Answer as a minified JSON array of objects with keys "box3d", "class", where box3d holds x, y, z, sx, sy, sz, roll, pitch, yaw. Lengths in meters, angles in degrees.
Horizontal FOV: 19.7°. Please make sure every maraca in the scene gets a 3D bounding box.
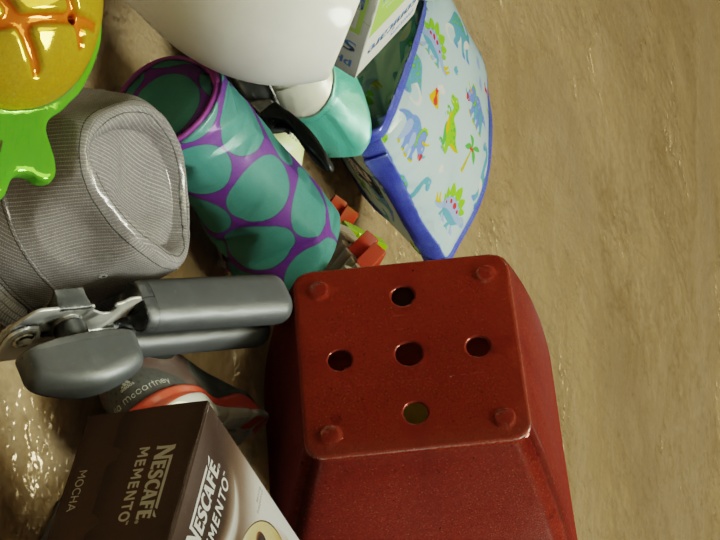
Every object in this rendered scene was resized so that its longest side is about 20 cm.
[{"box3d":[-0.202,-0.132,1.119,0.137,0.107,0.201,23,57,-29],"class":"maraca"}]

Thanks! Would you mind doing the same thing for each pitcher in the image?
[{"box3d":[-0.095,-0.206,1.316,0.172,0.199,0.122,-74,-173,-60],"class":"pitcher"}]

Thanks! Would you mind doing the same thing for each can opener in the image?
[{"box3d":[-0.119,0.043,1.198,0.199,0.053,0.067,-3,58,-43],"class":"can opener"}]

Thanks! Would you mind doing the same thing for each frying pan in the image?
[{"box3d":[-0.065,-0.114,1.445,0.191,0.031,0.115,60,-4,24],"class":"frying pan"}]

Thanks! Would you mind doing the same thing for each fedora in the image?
[{"box3d":[-0.161,-0.048,1.213,0.200,0.090,0.178,40,46,-58],"class":"fedora"}]

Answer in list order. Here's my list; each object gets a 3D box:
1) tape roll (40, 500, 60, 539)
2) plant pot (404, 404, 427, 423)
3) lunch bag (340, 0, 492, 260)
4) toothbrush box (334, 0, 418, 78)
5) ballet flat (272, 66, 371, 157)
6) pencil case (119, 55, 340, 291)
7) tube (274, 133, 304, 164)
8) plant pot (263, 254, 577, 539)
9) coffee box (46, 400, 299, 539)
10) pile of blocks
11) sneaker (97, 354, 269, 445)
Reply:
[{"box3d":[-0.122,0.222,1.246,0.200,0.066,0.202,-9,90,-67],"class":"tape roll"},{"box3d":[0.028,0.136,1.516,0.200,0.199,0.143,-56,160,-58],"class":"plant pot"},{"box3d":[0.032,-0.126,1.656,0.170,0.127,0.201,56,24,-46],"class":"lunch bag"},{"box3d":[-0.022,-0.250,1.371,0.086,0.145,0.200,-50,169,-34],"class":"toothbrush box"},{"box3d":[-0.059,-0.168,1.495,0.201,0.067,0.070,64,18,5],"class":"ballet flat"},{"box3d":[-0.089,-0.059,1.392,0.200,0.092,0.085,51,14,-50],"class":"pencil case"},{"box3d":[-0.055,-0.179,1.571,0.052,0.058,0.201,132,-33,-66],"class":"tube"},{"box3d":[0.034,0.100,1.301,0.177,0.199,0.201,84,1,-55],"class":"plant pot"},{"box3d":[-0.089,0.180,1.152,0.113,0.079,0.200,-76,149,-41],"class":"coffee box"},{"box3d":[0.000,0.000,1.499,0.082,0.062,0.200,33,16,-23],"class":"pile of blocks"},{"box3d":[-0.116,0.077,1.302,0.082,0.077,0.200,55,0,15],"class":"sneaker"}]
